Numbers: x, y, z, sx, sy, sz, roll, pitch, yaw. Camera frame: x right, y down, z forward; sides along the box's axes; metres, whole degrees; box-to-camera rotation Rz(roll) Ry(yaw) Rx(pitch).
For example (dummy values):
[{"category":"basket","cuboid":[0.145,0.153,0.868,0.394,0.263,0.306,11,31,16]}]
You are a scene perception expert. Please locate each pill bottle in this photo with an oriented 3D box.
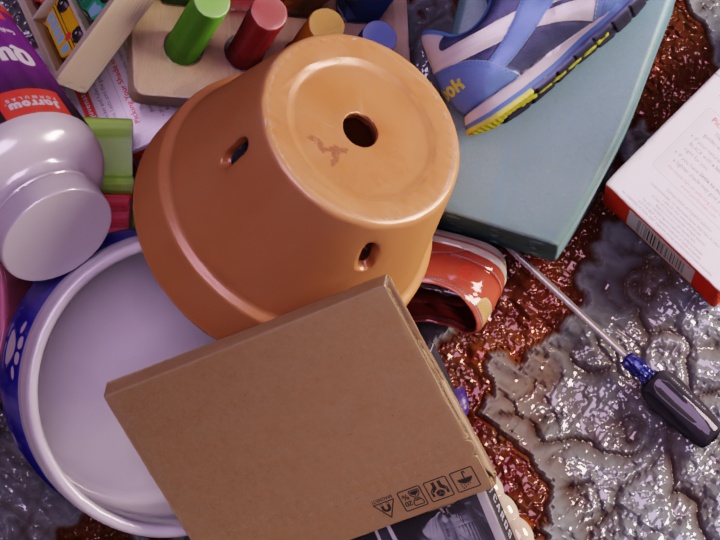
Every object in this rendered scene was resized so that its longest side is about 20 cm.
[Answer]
[{"category":"pill bottle","cuboid":[-0.240,-0.088,1.516,0.112,0.112,0.200,-35,56,-5]}]

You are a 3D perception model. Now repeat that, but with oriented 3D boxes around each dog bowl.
[{"category":"dog bowl","cuboid":[-0.135,0.072,1.548,0.200,0.079,0.200,-3,96,-24]}]

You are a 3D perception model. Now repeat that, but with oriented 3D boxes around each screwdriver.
[{"category":"screwdriver","cuboid":[0.169,0.051,1.610,0.200,0.028,0.029,40,54,7]}]

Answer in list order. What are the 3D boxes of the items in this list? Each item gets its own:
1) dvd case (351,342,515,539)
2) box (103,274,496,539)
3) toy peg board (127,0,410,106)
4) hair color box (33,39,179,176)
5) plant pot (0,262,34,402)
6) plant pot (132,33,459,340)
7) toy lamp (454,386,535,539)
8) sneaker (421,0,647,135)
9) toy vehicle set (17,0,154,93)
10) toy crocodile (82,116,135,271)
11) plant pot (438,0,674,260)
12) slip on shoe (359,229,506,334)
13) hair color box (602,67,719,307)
[{"category":"dvd case","cuboid":[0.015,0.160,1.524,0.150,0.025,0.200,-19,106,15]},{"category":"box","cuboid":[-0.037,0.104,1.474,0.200,0.021,0.164,-22,115,16]},{"category":"toy peg board","cuboid":[-0.053,-0.217,1.592,0.199,0.098,0.200,3,71,-18]},{"category":"hair color box","cuboid":[-0.177,-0.118,1.639,0.200,0.061,0.102,-22,80,-3]},{"category":"plant pot","cuboid":[-0.339,0.024,1.532,0.200,0.179,0.200,0,91,16]},{"category":"plant pot","cuboid":[-0.027,-0.057,1.482,0.200,0.140,0.200,13,59,-22]},{"category":"toy lamp","cuboid":[0.104,0.173,1.575,0.058,0.058,0.200,-32,80,-4]},{"category":"sneaker","cuboid":[0.126,-0.174,1.493,0.200,0.074,0.082,-39,83,0]},{"category":"toy vehicle set","cuboid":[-0.192,-0.229,1.599,0.124,0.027,0.200,-51,43,22]},{"category":"toy crocodile","cuboid":[-0.182,-0.007,1.593,0.067,0.062,0.200,5,105,-19]},{"category":"plant pot","cuboid":[0.120,-0.118,1.591,0.141,0.141,0.200,18,84,5]},{"category":"slip on shoe","cuboid":[0.000,0.000,1.600,0.200,0.074,0.061,12,56,0]},{"category":"hair color box","cuboid":[0.276,-0.086,1.615,0.200,0.064,0.111,-44,80,-5]}]
